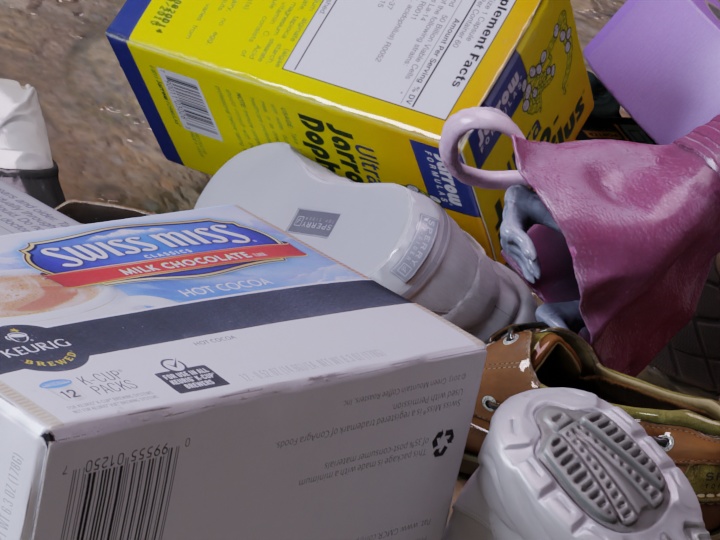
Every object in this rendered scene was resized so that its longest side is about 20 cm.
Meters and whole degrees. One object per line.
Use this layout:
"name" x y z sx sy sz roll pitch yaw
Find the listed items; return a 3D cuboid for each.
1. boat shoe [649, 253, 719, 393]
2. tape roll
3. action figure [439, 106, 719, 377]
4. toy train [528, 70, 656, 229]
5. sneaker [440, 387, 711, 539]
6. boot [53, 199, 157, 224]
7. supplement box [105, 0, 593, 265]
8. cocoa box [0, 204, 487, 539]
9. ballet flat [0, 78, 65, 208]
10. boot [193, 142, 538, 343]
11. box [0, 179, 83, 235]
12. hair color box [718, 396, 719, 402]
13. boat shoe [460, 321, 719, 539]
"boat shoe" 0.192 0.022 1.269 0.199 0.075 0.073 15 8 -21
"tape roll" 0.213 -0.073 1.398 0.200 0.066 0.200 41 14 -12
"action figure" 0.154 -0.038 1.145 0.199 0.134 0.149 -34 70 -9
"toy train" 0.078 -0.055 1.375 0.199 0.086 0.114 2 32 -27
"sneaker" 0.101 0.138 0.877 0.078 0.100 0.200 -19 63 -40
"boot" -0.057 0.031 1.067 0.199 0.076 0.074 19 19 14
"supplement box" -0.003 -0.097 1.272 0.199 0.110 0.109 20 65 25
"cocoa box" -0.080 0.069 0.864 0.131 0.134 0.199 29 26 37
"ballet flat" -0.189 -0.067 1.251 0.068 0.069 0.200 0 24 -32
"boot" 0.000 0.000 1.216 0.095 0.074 0.200 37 -8 -31
"box" -0.211 0.023 0.947 0.183 0.106 0.199 27 25 34
"hair color box" 0.259 0.091 1.120 0.110 0.064 0.200 -7 29 -44
"boat shoe" 0.073 0.053 1.095 0.199 0.068 0.072 22 24 27
